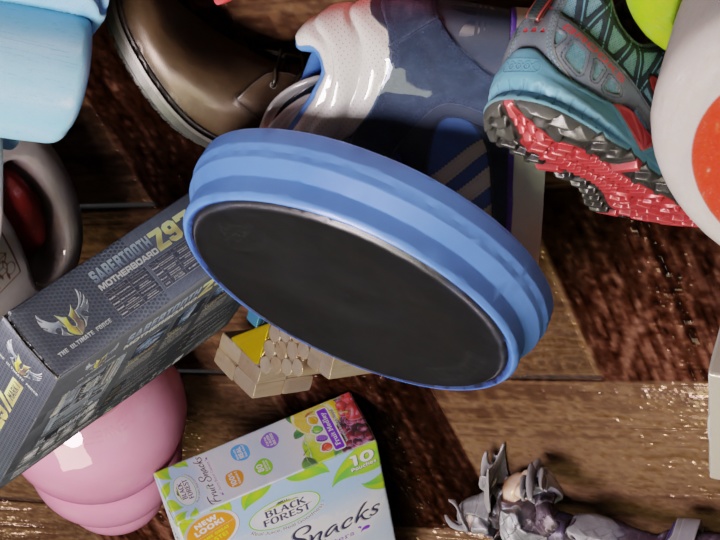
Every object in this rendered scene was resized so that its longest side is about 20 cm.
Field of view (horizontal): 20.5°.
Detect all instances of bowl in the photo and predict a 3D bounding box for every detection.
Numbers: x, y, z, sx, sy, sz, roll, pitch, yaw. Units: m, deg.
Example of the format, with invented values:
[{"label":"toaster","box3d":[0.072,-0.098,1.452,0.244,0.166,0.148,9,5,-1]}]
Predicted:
[{"label":"bowl","box3d":[0.000,0.000,1.023,0.200,0.039,0.201,21,158,9]}]

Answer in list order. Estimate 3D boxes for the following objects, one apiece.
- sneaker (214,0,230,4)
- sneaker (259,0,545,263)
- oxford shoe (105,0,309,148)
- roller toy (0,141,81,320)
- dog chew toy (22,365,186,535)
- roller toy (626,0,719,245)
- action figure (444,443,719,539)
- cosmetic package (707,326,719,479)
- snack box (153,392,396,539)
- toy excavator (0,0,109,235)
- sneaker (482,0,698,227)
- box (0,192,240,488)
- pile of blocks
[{"label":"sneaker","box3d":[-0.040,-0.159,0.951,0.199,0.085,0.077,10,143,18]},{"label":"sneaker","box3d":[0.021,-0.057,1.029,0.146,0.081,0.201,2,133,2]},{"label":"oxford shoe","box3d":[-0.049,-0.096,1.064,0.200,0.073,0.084,39,124,-22]},{"label":"roller toy","box3d":[-0.268,-0.023,1.163,0.182,0.140,0.200,39,142,-1]},{"label":"dog chew toy","box3d":[-0.176,0.117,1.351,0.124,0.125,0.200,16,151,9]},{"label":"roller toy","box3d":[0.224,-0.082,0.859,0.199,0.140,0.183,-14,131,39]},{"label":"action figure","box3d":[0.146,0.176,1.291,0.199,0.070,0.130,9,147,23]},{"label":"cosmetic package","box3d":[0.293,0.076,1.079,0.199,0.071,0.105,10,143,17]},{"label":"snack box","box3d":[-0.050,0.184,1.354,0.142,0.053,0.200,-23,139,-11]},{"label":"toy excavator","box3d":[-0.192,-0.078,1.015,0.100,0.201,0.194,9,152,-28]},{"label":"sneaker","box3d":[0.138,-0.081,0.960,0.079,0.096,0.200,9,169,35]},{"label":"box","box3d":[-0.134,0.028,1.142,0.051,0.200,0.158,48,145,7]},{"label":"pile of blocks","box3d":[-0.011,0.029,1.210,0.062,0.083,0.200,-6,176,-39]}]
